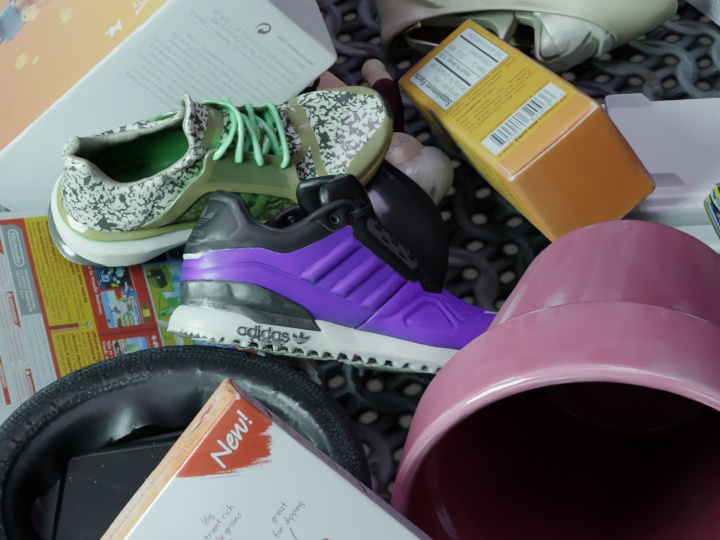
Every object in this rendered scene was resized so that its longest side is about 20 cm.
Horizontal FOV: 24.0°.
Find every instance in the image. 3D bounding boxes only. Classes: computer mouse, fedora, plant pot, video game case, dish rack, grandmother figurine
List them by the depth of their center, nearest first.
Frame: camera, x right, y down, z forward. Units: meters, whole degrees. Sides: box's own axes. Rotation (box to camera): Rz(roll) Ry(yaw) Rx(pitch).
[{"bbox_3d":[0.125,0.076,0.818,0.198,0.202,0.180,6,33,10],"label":"plant pot"},{"bbox_3d":[-0.091,0.131,0.835,0.198,0.092,0.202,-2,48,2],"label":"fedora"},{"bbox_3d":[-0.152,0.031,0.911,0.198,0.017,0.144,-6,64,-25],"label":"video game case"},{"bbox_3d":[-0.035,-0.045,0.983,0.200,0.053,0.139,41,99,25],"label":"computer mouse"},{"bbox_3d":[0.221,-0.065,0.983,0.197,0.044,0.172,-4,28,2],"label":"dish rack"},{"bbox_3d":[-0.023,-0.092,1.051,0.199,0.061,0.121,35,74,32],"label":"grandmother figurine"}]

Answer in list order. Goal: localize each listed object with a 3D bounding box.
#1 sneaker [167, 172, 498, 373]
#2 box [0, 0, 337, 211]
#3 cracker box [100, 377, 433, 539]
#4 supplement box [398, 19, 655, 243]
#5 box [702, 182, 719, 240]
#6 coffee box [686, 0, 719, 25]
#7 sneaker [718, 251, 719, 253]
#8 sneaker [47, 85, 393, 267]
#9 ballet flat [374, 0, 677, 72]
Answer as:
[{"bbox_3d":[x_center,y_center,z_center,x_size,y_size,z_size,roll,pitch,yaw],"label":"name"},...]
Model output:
[{"bbox_3d":[0.000,0.000,0.898,0.198,0.069,0.101,9,84,-26],"label":"sneaker"},{"bbox_3d":[-0.134,-0.134,0.998,0.199,0.106,0.153,-38,44,18],"label":"box"},{"bbox_3d":[-0.020,0.161,0.727,0.199,0.058,0.134,39,87,-9],"label":"cracker box"},{"bbox_3d":[0.090,-0.081,0.970,0.069,0.067,0.200,-40,26,3],"label":"supplement box"},{"bbox_3d":[0.243,0.038,0.839,0.064,0.070,0.202,-25,83,4],"label":"box"},{"bbox_3d":[0.287,-0.296,1.113,0.199,0.201,0.198,-30,54,-21],"label":"coffee box"},{"bbox_3d":[0.185,0.024,0.938,0.197,0.078,0.092,5,33,5],"label":"sneaker"},{"bbox_3d":[-0.073,-0.062,0.906,0.198,0.089,0.077,-19,66,-12],"label":"sneaker"},{"bbox_3d":[0.104,-0.159,1.105,0.198,0.070,0.070,6,49,12],"label":"ballet flat"}]
